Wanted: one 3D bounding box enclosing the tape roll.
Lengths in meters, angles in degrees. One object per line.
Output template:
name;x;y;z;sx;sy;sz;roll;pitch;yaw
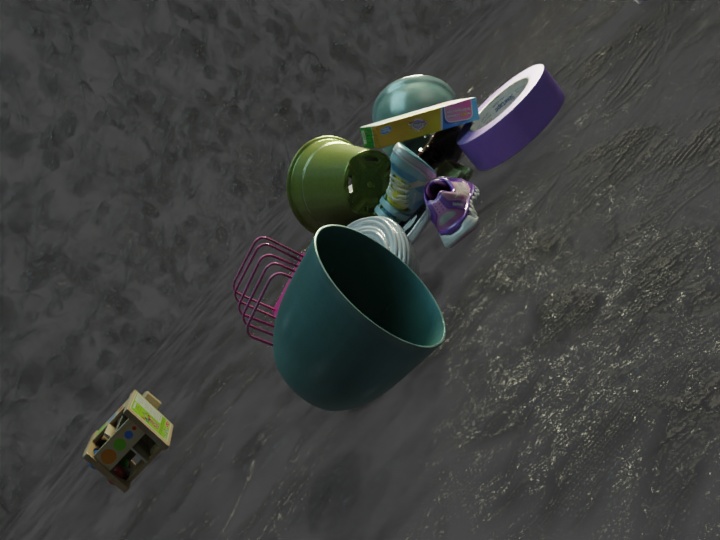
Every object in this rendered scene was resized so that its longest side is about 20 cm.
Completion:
tape roll;0.266;-0.274;1.234;0.199;0.066;0.201;-42;14;13

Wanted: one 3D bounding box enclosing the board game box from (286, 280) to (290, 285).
board game box;-0.050;-0.027;1.423;0.199;0.035;0.135;-37;-2;35

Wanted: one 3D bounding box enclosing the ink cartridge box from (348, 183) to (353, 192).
ink cartridge box;-0.008;-0.145;1.525;0.198;0.087;0.147;-34;10;-18

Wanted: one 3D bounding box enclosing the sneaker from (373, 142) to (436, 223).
sneaker;0.067;-0.129;1.163;0.132;0.079;0.200;-52;-20;3

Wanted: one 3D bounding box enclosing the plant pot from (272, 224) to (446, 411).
plant pot;-0.018;0.073;0.855;0.162;0.198;0.202;-50;11;24

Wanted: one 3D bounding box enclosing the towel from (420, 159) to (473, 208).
towel;0.122;-0.129;1.302;0.200;0.037;0.149;-44;16;5

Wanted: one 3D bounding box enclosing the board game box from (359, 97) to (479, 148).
board game box;0.107;-0.278;1.298;0.194;0.041;0.153;-17;13;-7

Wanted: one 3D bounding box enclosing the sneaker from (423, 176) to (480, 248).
sneaker;0.142;-0.119;1.118;0.080;0.089;0.201;-39;15;21

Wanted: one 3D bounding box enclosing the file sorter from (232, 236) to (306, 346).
file sorter;-0.156;0.041;1.289;0.141;0.123;0.200;-60;27;10

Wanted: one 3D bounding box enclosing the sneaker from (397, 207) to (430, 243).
sneaker;0.022;-0.052;1.157;0.201;0.112;0.073;-49;-2;22

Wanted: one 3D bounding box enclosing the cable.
cable;0.004;0.014;1.051;0.197;0.069;0.205;-18;49;43

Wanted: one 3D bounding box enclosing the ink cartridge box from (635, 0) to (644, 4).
ink cartridge box;0.481;-0.608;1.262;0.083;0.201;0.146;-35;17;26

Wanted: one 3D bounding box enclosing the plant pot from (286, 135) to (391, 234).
plant pot;-0.019;-0.164;1.327;0.201;0.201;0.189;-48;24;-17

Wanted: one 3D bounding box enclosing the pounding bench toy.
pounding bench toy;-0.524;0.376;1.561;0.156;0.124;0.200;-45;14;-1

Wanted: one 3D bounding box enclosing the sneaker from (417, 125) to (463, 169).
sneaker;0.128;-0.203;1.379;0.200;0.076;0.115;-46;-4;37

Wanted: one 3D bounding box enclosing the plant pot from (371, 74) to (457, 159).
plant pot;0.125;-0.298;1.493;0.199;0.198;0.137;-34;43;34
